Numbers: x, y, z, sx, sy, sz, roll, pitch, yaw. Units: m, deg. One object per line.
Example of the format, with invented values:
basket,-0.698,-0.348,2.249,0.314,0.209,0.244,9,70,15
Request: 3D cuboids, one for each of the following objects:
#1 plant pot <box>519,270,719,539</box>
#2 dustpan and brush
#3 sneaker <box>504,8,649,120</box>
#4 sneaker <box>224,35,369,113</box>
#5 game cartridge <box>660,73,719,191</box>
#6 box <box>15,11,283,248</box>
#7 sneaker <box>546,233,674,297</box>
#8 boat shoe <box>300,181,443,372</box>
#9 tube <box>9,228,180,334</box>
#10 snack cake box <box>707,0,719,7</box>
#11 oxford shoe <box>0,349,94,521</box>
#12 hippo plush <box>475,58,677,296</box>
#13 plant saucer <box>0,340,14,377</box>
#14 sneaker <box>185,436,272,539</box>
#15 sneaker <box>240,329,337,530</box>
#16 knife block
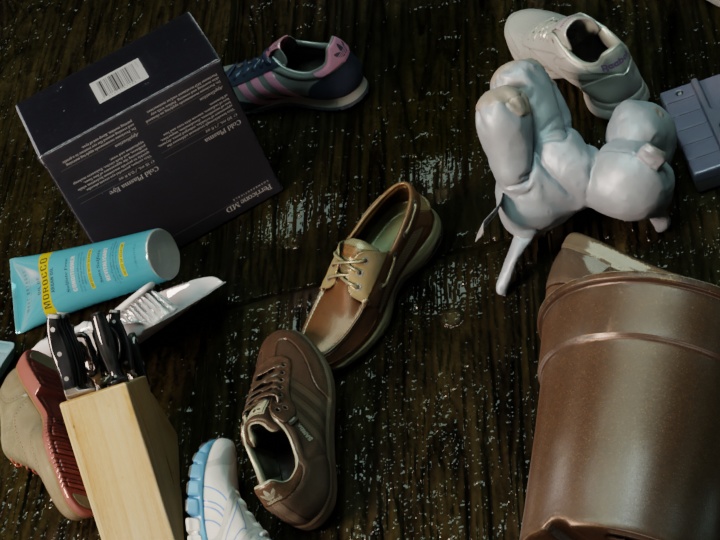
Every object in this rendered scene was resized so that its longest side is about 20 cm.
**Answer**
plant pot,0.209,0.136,1.285,0.200,0.200,0.199,2,56,26
dustpan and brush,-0.239,0.054,1.641,0.200,0.057,0.140,-34,0,30
sneaker,0.208,-0.227,1.697,0.075,0.100,0.200,-38,43,-11
sneaker,-0.092,-0.217,1.836,0.199,0.082,0.070,-2,48,24
game cartridge,0.388,-0.150,1.589,0.199,0.038,0.130,-19,39,7
box,-0.209,-0.122,1.724,0.200,0.182,0.104,-29,42,-5
sneaker,0.246,0.037,1.450,0.200,0.070,0.076,26,91,36
boat shoe,0.000,0.000,1.586,0.076,0.074,0.200,14,58,34
tube,-0.268,0.005,1.695,0.200,0.050,0.078,-15,71,32
snack cake box,0.400,-0.364,1.766,0.200,0.067,0.115,-37,45,-13
oxford shoe,-0.285,0.164,1.580,0.075,0.070,0.200,-46,42,16
hippo plush,0.197,-0.104,1.537,0.160,0.159,0.200,-1,47,25
plant saucer,-0.406,0.147,1.672,0.070,0.019,0.200,6,50,29
sneaker,-0.100,0.227,1.425,0.086,0.075,0.200,-7,53,8
sneaker,-0.065,0.122,1.474,0.070,0.075,0.200,-32,47,22
knife block,-0.216,0.133,1.483,0.064,0.176,0.200,-18,43,8
